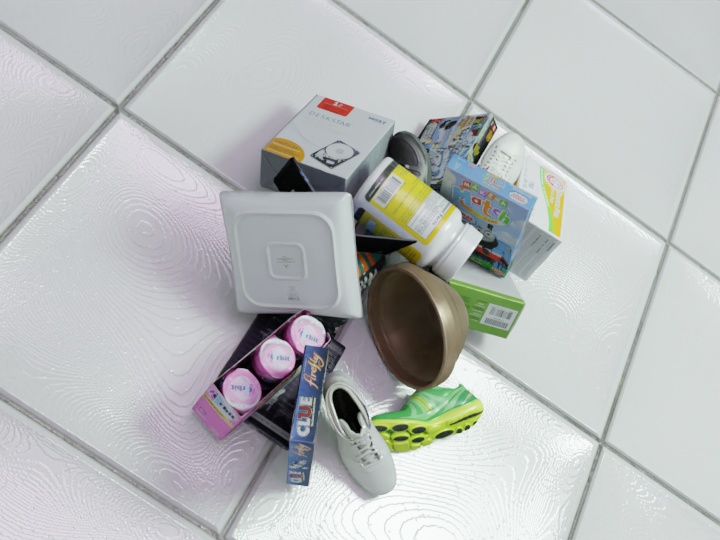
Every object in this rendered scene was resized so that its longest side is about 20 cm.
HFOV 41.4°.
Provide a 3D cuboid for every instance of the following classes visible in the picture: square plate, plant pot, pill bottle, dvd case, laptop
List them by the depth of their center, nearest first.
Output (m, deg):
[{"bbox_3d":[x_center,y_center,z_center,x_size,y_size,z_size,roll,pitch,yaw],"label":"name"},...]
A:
[{"bbox_3d":[-0.102,-0.018,1.377,0.199,0.199,0.028,2,25,15],"label":"square plate"},{"bbox_3d":[-0.029,-0.093,1.450,0.103,0.177,0.200,-33,93,-15],"label":"laptop"},{"bbox_3d":[-0.126,0.154,1.461,0.148,0.016,0.200,35,55,-6],"label":"dvd case"},{"bbox_3d":[0.104,0.080,1.498,0.092,0.201,0.201,-16,73,-33],"label":"plant pot"},{"bbox_3d":[0.088,-0.078,1.517,0.200,0.114,0.114,38,55,1],"label":"pill bottle"}]

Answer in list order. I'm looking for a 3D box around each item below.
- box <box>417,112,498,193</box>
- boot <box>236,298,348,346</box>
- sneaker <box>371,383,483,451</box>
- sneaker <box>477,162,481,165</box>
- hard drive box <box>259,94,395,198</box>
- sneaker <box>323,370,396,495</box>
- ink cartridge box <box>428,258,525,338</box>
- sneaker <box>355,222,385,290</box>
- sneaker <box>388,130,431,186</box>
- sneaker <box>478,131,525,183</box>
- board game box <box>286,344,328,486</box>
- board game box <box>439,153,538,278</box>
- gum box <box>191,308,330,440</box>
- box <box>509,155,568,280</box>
[{"bbox_3d":[0.147,-0.203,1.708,0.200,0.136,0.040,-57,133,-34],"label":"box"},{"bbox_3d":[-0.077,0.005,1.443,0.168,0.201,0.076,26,23,-3],"label":"boot"},{"bbox_3d":[0.096,0.229,1.508,0.199,0.074,0.084,-9,42,-25],"label":"sneaker"},{"bbox_3d":[0.212,-0.128,1.715,0.082,0.078,0.200,42,75,12],"label":"sneaker"},{"bbox_3d":[-0.054,-0.197,1.589,0.155,0.077,0.200,20,42,14],"label":"hard drive box"},{"bbox_3d":[-0.004,0.249,1.389,0.073,0.116,0.201,-26,93,-1],"label":"sneaker"},{"bbox_3d":[0.183,0.018,1.653,0.147,0.076,0.200,16,25,-17],"label":"ink cartridge box"},{"bbox_3d":[0.000,0.000,1.567,0.080,0.071,0.200,28,55,-5],"label":"sneaker"},{"bbox_3d":[0.074,-0.137,1.607,0.082,0.073,0.201,-6,88,-48],"label":"sneaker"},{"bbox_3d":[0.236,-0.165,1.645,0.073,0.085,0.200,33,71,0],"label":"sneaker"},{"bbox_3d":[-0.075,0.207,1.327,0.034,0.200,0.136,8,61,-1],"label":"board game box"},{"bbox_3d":[0.197,-0.086,1.561,0.151,0.200,0.037,30,60,14],"label":"board game box"},{"bbox_3d":[-0.138,0.147,1.379,0.066,0.114,0.200,48,55,4],"label":"gum box"},{"bbox_3d":[0.295,-0.098,1.706,0.101,0.113,0.200,31,38,-8],"label":"box"}]
